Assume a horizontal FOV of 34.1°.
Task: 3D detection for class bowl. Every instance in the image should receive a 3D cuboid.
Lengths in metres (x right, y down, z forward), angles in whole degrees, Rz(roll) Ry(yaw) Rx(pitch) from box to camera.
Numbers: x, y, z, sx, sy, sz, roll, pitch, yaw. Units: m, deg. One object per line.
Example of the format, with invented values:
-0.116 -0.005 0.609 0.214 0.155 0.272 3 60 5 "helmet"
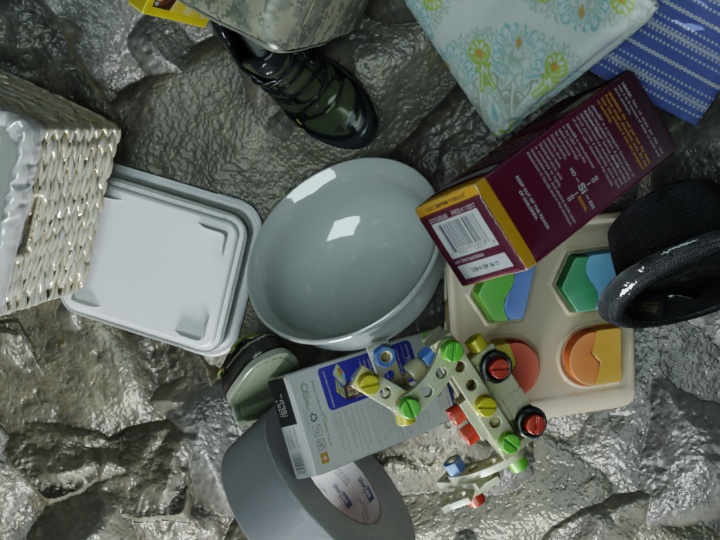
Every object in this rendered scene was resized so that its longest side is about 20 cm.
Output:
0.000 0.000 1.111 0.200 0.202 0.090 -22 140 15 "bowl"

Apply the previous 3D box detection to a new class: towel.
0.275 -0.241 0.998 0.144 0.024 0.201 29 120 5 "towel"
0.142 -0.240 1.025 0.200 0.048 0.172 -38 78 38 "towel"

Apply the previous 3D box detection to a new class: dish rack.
-0.211 -0.007 1.197 0.199 0.044 0.172 17 107 7 "dish rack"

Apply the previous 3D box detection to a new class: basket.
-0.359 -0.084 1.121 0.199 0.161 0.199 24 108 21 "basket"

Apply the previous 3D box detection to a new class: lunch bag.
-0.056 -0.296 1.012 0.139 0.200 0.168 31 115 12 "lunch bag"

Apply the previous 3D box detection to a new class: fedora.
0.296 -0.025 1.055 0.200 0.200 0.092 -26 65 16 "fedora"

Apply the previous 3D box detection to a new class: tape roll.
-0.039 0.223 1.140 0.200 0.200 0.066 45 106 -3 "tape roll"

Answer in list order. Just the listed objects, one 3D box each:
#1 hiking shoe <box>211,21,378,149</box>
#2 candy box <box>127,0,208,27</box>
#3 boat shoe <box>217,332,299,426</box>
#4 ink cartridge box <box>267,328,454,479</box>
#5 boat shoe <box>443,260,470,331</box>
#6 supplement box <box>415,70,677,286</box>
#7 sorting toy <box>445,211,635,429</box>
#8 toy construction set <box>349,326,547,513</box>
-0.070 -0.181 1.095 0.200 0.101 0.076 41 108 -2 "hiking shoe"
-0.131 -0.320 1.071 0.026 0.102 0.200 37 109 18 "candy box"
-0.106 0.096 1.132 0.071 0.201 0.061 -20 73 -16 "boat shoe"
0.007 0.124 1.120 0.037 0.199 0.095 -20 86 48 "ink cartridge box"
0.113 0.059 1.150 0.073 0.063 0.202 -13 109 -11 "boat shoe"
0.161 -0.079 1.021 0.200 0.110 0.086 -36 98 -25 "supplement box"
0.175 0.051 1.108 0.184 0.036 0.201 -7 106 -12 "sorting toy"
0.086 0.133 1.054 0.131 0.092 0.200 -35 117 -9 "toy construction set"
